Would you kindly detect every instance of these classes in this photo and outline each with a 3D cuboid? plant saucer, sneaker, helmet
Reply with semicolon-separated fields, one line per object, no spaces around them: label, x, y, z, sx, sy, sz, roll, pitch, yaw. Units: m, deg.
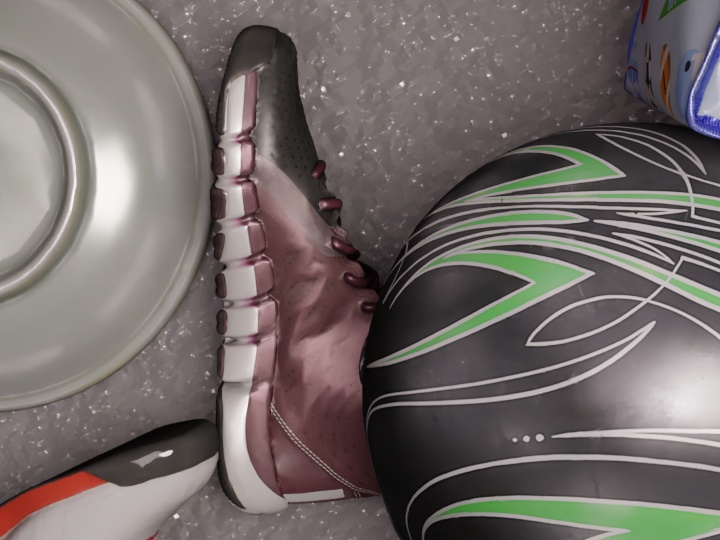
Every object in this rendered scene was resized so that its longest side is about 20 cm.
plant saucer;-0.162;-0.039;0.971;0.200;0.050;0.200;0;90;9
sneaker;0.000;0.000;0.943;0.115;0.076;0.200;0;101;3
sneaker;-0.121;0.142;0.947;0.201;0.067;0.108;-27;88;23
helmet;0.102;0.041;0.821;0.200;0.191;0.200;7;61;-13

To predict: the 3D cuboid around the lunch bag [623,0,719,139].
lunch bag;0.176;-0.139;0.799;0.124;0.170;0.200;12;97;-5
